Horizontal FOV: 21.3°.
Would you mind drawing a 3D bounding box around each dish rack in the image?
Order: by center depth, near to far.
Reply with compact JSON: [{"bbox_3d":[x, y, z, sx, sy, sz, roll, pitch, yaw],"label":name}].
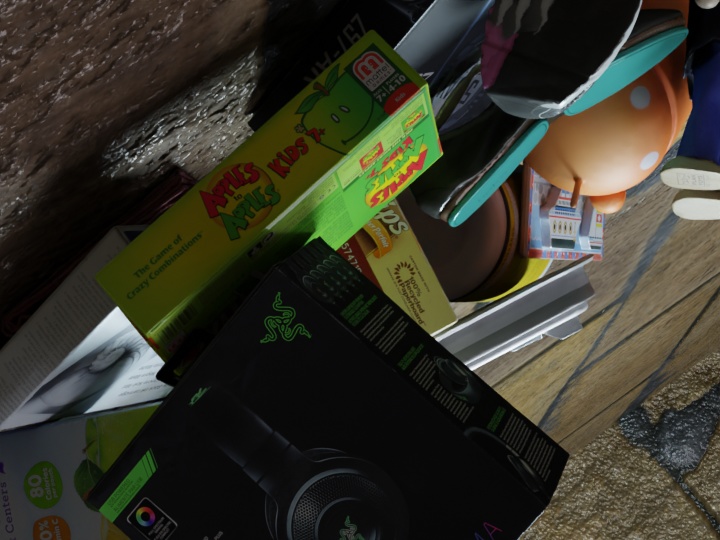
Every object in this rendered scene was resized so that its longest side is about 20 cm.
[{"bbox_3d":[0.077,0.051,1.313,0.171,0.044,0.200,-28,179,-9],"label":"dish rack"}]

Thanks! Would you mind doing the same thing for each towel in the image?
[{"bbox_3d":[-0.134,0.007,1.215,0.144,0.023,0.200,-39,165,5],"label":"towel"}]

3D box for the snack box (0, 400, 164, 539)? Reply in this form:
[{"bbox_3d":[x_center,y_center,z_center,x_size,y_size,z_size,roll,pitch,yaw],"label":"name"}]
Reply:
[{"bbox_3d":[-0.185,0.164,1.165,0.199,0.143,0.053,-11,178,19],"label":"snack box"}]

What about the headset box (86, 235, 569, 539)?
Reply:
[{"bbox_3d":[-0.021,0.106,1.026,0.174,0.200,0.093,-49,177,17],"label":"headset box"}]

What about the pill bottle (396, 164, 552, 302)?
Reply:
[{"bbox_3d":[0.085,-0.032,1.435,0.112,0.112,0.200,-43,164,17],"label":"pill bottle"}]

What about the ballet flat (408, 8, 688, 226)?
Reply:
[{"bbox_3d":[0.105,-0.112,1.163,0.200,0.068,0.068,-38,167,-5],"label":"ballet flat"}]

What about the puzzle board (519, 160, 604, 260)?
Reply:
[{"bbox_3d":[0.161,-0.084,1.446,0.017,0.152,0.200,2,180,23],"label":"puzzle board"}]

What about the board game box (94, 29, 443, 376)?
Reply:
[{"bbox_3d":[-0.046,-0.032,1.050,0.200,0.048,0.102,-42,162,-7],"label":"board game box"}]

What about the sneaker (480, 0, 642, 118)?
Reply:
[{"bbox_3d":[0.142,-0.171,1.115,0.201,0.080,0.086,-58,162,-7],"label":"sneaker"}]

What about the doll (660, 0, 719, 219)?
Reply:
[{"bbox_3d":[0.227,-0.140,1.227,0.048,0.201,0.137,0,154,20],"label":"doll"}]

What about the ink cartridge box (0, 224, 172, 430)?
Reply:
[{"bbox_3d":[-0.151,0.048,1.175,0.200,0.041,0.199,-43,165,21],"label":"ink cartridge box"}]

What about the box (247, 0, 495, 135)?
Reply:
[{"bbox_3d":[0.043,-0.136,1.165,0.160,0.044,0.200,-48,163,29],"label":"box"}]

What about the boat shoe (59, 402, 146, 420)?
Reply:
[{"bbox_3d":[-0.149,0.107,1.385,0.199,0.066,0.072,-32,163,-23],"label":"boat shoe"}]

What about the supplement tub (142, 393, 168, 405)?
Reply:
[{"bbox_3d":[-0.090,0.139,1.303,0.199,0.145,0.145,-34,164,-14],"label":"supplement tub"}]

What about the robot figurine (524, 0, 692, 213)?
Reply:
[{"bbox_3d":[0.169,-0.125,1.291,0.144,0.116,0.200,-51,-179,41],"label":"robot figurine"}]

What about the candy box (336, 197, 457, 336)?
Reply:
[{"bbox_3d":[0.000,0.000,1.229,0.055,0.116,0.200,-27,178,-9],"label":"candy box"}]
